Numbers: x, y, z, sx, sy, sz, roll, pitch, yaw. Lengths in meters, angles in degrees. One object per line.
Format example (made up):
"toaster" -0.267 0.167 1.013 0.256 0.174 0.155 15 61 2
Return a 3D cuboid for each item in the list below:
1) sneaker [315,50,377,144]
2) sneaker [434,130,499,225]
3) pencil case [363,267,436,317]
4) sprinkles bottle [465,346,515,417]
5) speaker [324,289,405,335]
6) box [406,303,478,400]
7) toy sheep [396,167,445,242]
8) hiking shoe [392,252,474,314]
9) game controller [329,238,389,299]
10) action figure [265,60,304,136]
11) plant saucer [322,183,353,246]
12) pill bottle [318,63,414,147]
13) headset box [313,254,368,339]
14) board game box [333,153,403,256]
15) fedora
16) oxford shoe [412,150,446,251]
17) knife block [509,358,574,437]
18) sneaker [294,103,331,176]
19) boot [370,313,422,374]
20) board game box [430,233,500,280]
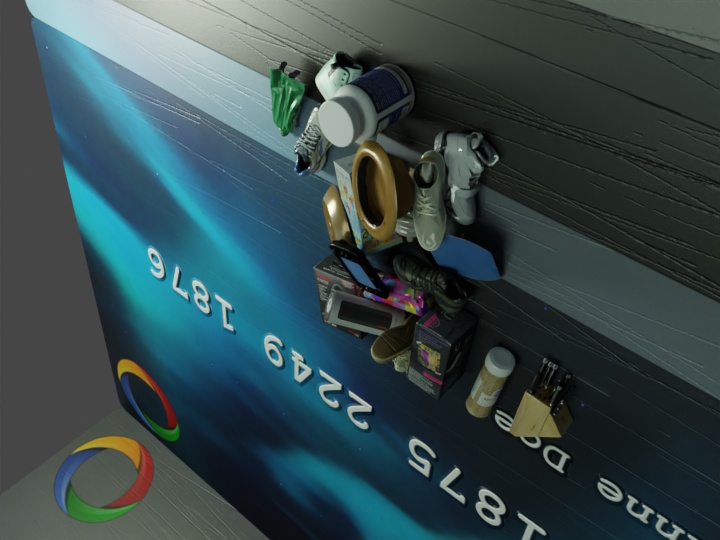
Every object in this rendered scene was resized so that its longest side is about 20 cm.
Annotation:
"sneaker" -0.017 -0.373 1.588 0.202 0.073 0.118 55 149 2
"sneaker" 0.221 -0.186 1.483 0.114 0.075 0.204 4 118 48
"pencil case" 0.097 0.053 1.793 0.197 0.088 0.090 15 129 39
"sprinkles bottle" 0.307 0.268 1.748 0.068 0.068 0.202 36 140 21
"speaker" 0.012 0.113 1.849 0.196 0.083 0.081 17 144 -15
"box" 0.193 0.189 1.762 0.105 0.122 0.203 32 137 25
"toy sheep" 0.120 -0.136 1.590 0.137 0.137 0.203 30 138 26
"hiking shoe" 0.168 0.014 1.670 0.198 0.077 0.101 33 153 -5
"game controller" 0.000 0.000 1.709 0.104 0.042 0.201 33 166 40
"action figure" -0.179 -0.400 1.761 0.117 0.055 0.202 38 147 17
"plant saucer" -0.057 -0.106 1.782 0.200 0.035 0.205 164 91 -83
"pill bottle" 0.012 -0.333 1.490 0.114 0.199 0.118 26 135 30
"headset box" -0.040 0.061 1.949 0.147 0.077 0.203 21 133 35
"board game box" 0.019 -0.156 1.672 0.105 0.101 0.204 -132 27 -57
"fedora" 0.052 -0.164 1.488 0.200 0.080 0.205 38 135 52
"oxford shoe" 0.135 -0.137 1.480 0.074 0.058 0.205 8 109 23
"knife block" 0.399 0.288 1.670 0.198 0.064 0.178 -14 107 51
"sneaker" -0.112 -0.300 1.741 0.077 0.085 0.202 37 139 19
"boot" 0.098 0.202 1.811 0.072 0.199 0.157 37 141 27
"board game box" 0.226 -0.042 1.584 0.155 0.040 0.200 15 161 27
